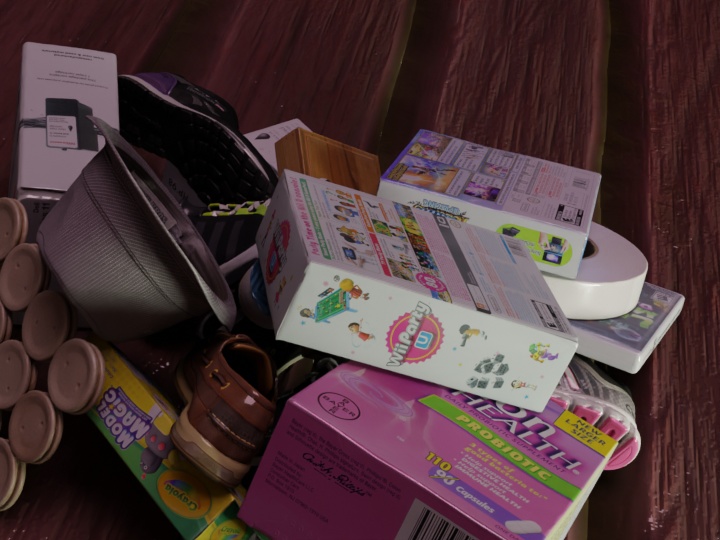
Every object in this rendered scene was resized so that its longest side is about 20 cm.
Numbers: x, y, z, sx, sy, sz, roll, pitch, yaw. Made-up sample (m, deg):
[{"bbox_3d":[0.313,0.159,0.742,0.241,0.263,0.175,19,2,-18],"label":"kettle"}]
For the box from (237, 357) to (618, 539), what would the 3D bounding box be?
[{"bbox_3d":[0.051,0.137,0.880,0.175,0.097,0.200,32,24,16],"label":"box"}]

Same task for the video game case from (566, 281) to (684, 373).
[{"bbox_3d":[0.179,0.022,1.202,0.199,0.023,0.182,21,23,19],"label":"video game case"}]

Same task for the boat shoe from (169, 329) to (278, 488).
[{"bbox_3d":[-0.085,0.081,0.924,0.072,0.068,0.200,38,8,-13],"label":"boat shoe"}]

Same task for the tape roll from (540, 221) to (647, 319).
[{"bbox_3d":[0.159,-0.015,1.204,0.201,0.037,0.203,10,22,-4],"label":"tape roll"}]

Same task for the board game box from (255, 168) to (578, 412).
[{"bbox_3d":[0.035,0.011,0.929,0.199,0.065,0.148,17,24,-18],"label":"board game box"}]

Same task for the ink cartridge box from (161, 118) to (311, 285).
[{"bbox_3d":[-0.102,-0.059,1.211,0.199,0.067,0.116,-23,55,-39],"label":"ink cartridge box"}]

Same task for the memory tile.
[{"bbox_3d":[-0.257,0.058,0.955,0.017,0.153,0.200,16,31,-49],"label":"memory tile"}]

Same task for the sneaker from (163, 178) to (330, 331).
[{"bbox_3d":[-0.115,-0.029,1.077,0.083,0.199,0.072,56,12,-1],"label":"sneaker"}]

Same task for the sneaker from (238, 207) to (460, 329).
[{"bbox_3d":[0.000,0.000,1.040,0.199,0.081,0.077,-8,83,-20],"label":"sneaker"}]

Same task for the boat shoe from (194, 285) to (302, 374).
[{"bbox_3d":[-0.072,0.039,1.115,0.073,0.063,0.201,29,38,16],"label":"boat shoe"}]

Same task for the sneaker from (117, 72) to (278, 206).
[{"bbox_3d":[-0.127,-0.121,1.165,0.200,0.076,0.087,38,37,24],"label":"sneaker"}]

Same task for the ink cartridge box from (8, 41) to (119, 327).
[{"bbox_3d":[-0.248,-0.071,1.105,0.083,0.147,0.201,5,42,-16],"label":"ink cartridge box"}]

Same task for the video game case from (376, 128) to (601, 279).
[{"bbox_3d":[0.118,-0.065,1.194,0.180,0.046,0.200,16,21,8],"label":"video game case"}]

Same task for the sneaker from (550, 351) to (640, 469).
[{"bbox_3d":[0.146,0.097,1.128,0.199,0.074,0.087,22,29,10],"label":"sneaker"}]

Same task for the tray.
[{"bbox_3d":[-0.015,-0.017,1.139,0.098,0.037,0.201,16,55,-42],"label":"tray"}]

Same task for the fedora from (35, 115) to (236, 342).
[{"bbox_3d":[-0.165,-0.013,0.926,0.177,0.090,0.200,56,0,-1],"label":"fedora"}]

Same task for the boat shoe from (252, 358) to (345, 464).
[{"bbox_3d":[-0.020,0.087,1.035,0.199,0.063,0.073,-21,28,-21],"label":"boat shoe"}]

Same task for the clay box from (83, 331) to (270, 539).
[{"bbox_3d":[-0.125,0.140,0.931,0.048,0.115,0.200,-41,61,-5],"label":"clay box"}]
